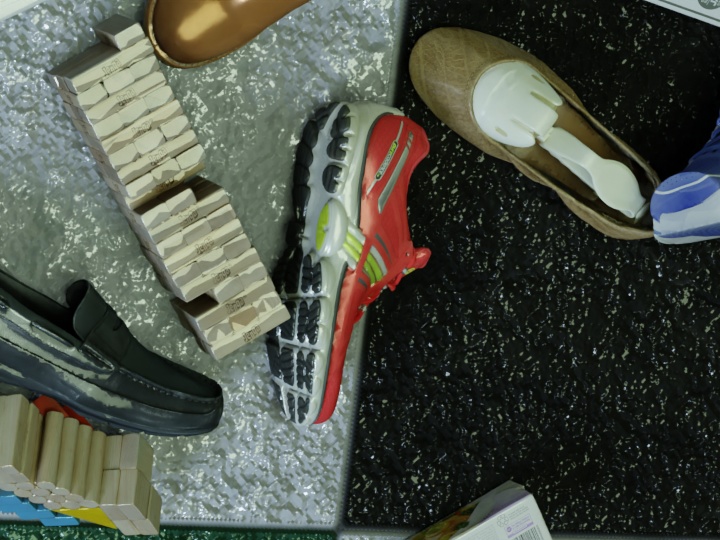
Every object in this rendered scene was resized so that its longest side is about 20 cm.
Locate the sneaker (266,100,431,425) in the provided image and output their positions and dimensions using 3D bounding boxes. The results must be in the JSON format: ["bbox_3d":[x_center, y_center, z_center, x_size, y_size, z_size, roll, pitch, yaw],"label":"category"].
[{"bbox_3d":[0.000,0.000,1.687,0.085,0.077,0.201,9,98,-27],"label":"sneaker"}]

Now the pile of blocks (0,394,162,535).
[{"bbox_3d":[-0.205,0.102,1.645,0.199,0.082,0.062,23,57,-31],"label":"pile of blocks"}]

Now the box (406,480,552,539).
[{"bbox_3d":[0.025,0.198,1.755,0.199,0.039,0.042,-30,108,-13],"label":"box"}]

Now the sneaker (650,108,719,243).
[{"bbox_3d":[0.243,-0.083,1.745,0.199,0.080,0.116,-12,90,-50],"label":"sneaker"}]

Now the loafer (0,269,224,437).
[{"bbox_3d":[-0.166,0.042,1.634,0.200,0.068,0.071,21,102,-20],"label":"loafer"}]

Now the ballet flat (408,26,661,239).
[{"bbox_3d":[0.118,-0.080,1.714,0.200,0.072,0.068,39,88,-23],"label":"ballet flat"}]

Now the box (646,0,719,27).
[{"bbox_3d":[0.202,-0.217,1.687,0.199,0.060,0.117,19,127,-17],"label":"box"}]

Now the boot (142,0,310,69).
[{"bbox_3d":[-0.023,-0.176,1.596,0.199,0.155,0.077,-31,110,-12],"label":"boot"}]

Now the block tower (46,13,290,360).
[{"bbox_3d":[-0.114,-0.048,1.643,0.058,0.054,0.201,-30,109,-13],"label":"block tower"}]

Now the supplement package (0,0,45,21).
[{"bbox_3d":[-0.237,-0.236,1.522,0.121,0.120,0.201,-26,109,-12],"label":"supplement package"}]
